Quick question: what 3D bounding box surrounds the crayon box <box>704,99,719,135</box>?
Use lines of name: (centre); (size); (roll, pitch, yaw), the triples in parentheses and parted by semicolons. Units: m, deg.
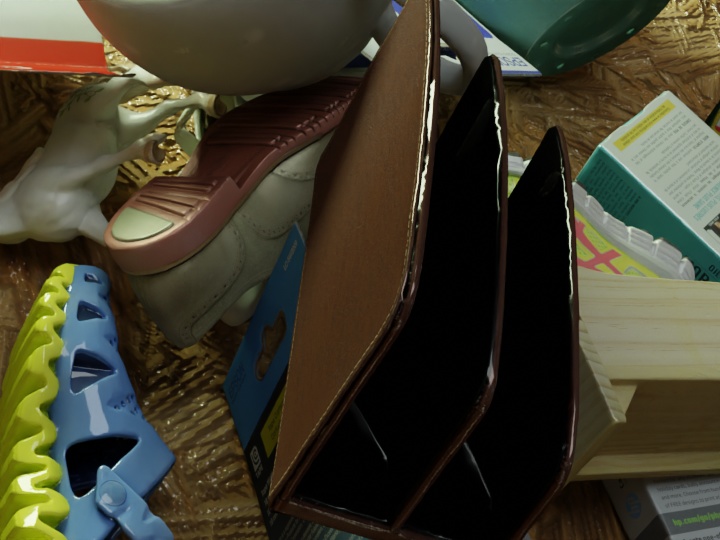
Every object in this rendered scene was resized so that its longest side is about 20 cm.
crayon box: (0.279, -0.038, 0.983); (0.126, 0.051, 0.200); (34, 45, 5)

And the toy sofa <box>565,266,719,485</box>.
toy sofa: (0.168, 0.063, 0.753); (0.198, 0.083, 0.098); (3, 50, -31)

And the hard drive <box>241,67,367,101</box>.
hard drive: (-0.046, -0.155, 0.902); (0.131, 0.026, 0.200); (38, 28, 9)

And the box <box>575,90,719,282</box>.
box: (0.234, -0.016, 0.877); (0.200, 0.049, 0.082); (46, 56, 13)

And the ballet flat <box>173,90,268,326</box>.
ballet flat: (-0.082, -0.052, 0.806); (0.069, 0.070, 0.201); (14, 42, -14)

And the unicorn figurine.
unicorn figurine: (-0.156, -0.056, 0.760); (0.136, 0.075, 0.200); (-9, 24, 24)

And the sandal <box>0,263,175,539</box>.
sandal: (-0.129, 0.089, 0.668); (0.086, 0.080, 0.202); (9, 57, -23)

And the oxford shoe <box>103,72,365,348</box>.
oxford shoe: (-0.051, -0.039, 0.731); (0.070, 0.074, 0.200); (9, 39, 42)

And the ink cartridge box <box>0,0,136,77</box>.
ink cartridge box: (-0.219, -0.137, 0.753); (0.160, 0.051, 0.200); (0, 11, -23)

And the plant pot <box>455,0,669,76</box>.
plant pot: (0.134, -0.239, 0.994); (0.199, 0.201, 0.162); (-15, 71, -34)

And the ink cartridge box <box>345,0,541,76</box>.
ink cartridge box: (-0.006, -0.170, 0.897); (0.200, 0.047, 0.197); (47, 29, 20)

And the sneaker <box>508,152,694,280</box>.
sneaker: (0.104, 0.003, 0.782); (0.198, 0.078, 0.091); (24, 64, -19)

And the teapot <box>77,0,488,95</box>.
teapot: (-0.046, -0.164, 0.726); (0.195, 0.146, 0.202); (-18, 58, 17)

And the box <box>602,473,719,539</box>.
box: (0.213, 0.110, 0.832); (0.154, 0.041, 0.201); (-3, 54, -28)

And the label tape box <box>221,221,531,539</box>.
label tape box: (0.003, 0.098, 0.668); (0.063, 0.145, 0.201); (-2, 53, -26)

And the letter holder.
letter holder: (0.041, -0.007, 0.576); (0.100, 0.143, 0.201); (18, 45, -12)
